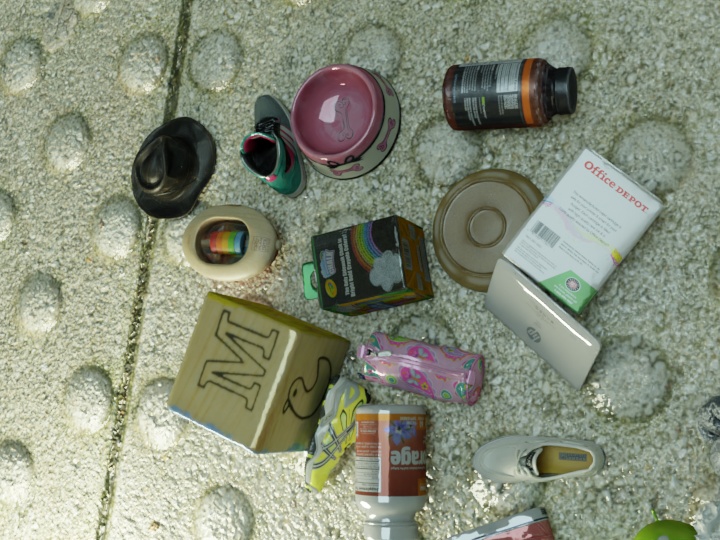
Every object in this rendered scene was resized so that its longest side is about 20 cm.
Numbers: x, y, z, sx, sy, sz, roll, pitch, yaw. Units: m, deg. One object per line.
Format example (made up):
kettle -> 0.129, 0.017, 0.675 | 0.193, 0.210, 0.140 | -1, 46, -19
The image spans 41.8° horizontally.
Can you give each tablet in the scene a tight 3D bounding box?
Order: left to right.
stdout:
tablet -> 0.266, 0.081, 1.401 | 0.014, 0.131, 0.200 | -33, 62, -26

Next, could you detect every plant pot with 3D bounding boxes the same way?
plant pot -> 0.203, -0.067, 1.499 | 0.198, 0.027, 0.203 | -5, 78, 24

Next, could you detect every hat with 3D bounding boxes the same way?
hat -> -0.370, -0.200, 1.757 | 0.198, 0.081, 0.203 | -5, 78, 25

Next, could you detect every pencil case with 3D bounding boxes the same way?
pencil case -> 0.095, 0.152, 1.480 | 0.198, 0.087, 0.088 | 12, 86, 25

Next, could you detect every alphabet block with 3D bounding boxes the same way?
alphabet block -> -0.164, 0.167, 1.539 | 0.195, 0.195, 0.202 | 20, 91, 24

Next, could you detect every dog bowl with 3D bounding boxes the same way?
dog bowl -> -0.033, -0.262, 1.617 | 0.198, 0.074, 0.203 | -4, 79, 23

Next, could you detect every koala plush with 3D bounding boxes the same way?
koala plush -> 0.517, 0.273, 1.225 | 0.175, 0.184, 0.203 | 2, 92, -16

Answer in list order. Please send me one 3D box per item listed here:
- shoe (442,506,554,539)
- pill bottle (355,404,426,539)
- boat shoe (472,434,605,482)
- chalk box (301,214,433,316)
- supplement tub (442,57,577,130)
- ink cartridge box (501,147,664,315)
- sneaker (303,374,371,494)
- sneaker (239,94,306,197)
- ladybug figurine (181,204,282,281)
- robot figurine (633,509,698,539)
shoe -> 0.195, 0.425, 1.392 | 0.198, 0.071, 0.092 | -24, 66, 15
pill bottle -> 0.047, 0.311, 1.459 | 0.111, 0.112, 0.203 | -4, 80, 24
boat shoe -> 0.256, 0.280, 1.390 | 0.198, 0.070, 0.072 | -3, 80, 24
chalk box -> 0.000, 0.000, 1.529 | 0.198, 0.124, 0.126 | -13, 77, 23
supplement tub -> 0.235, -0.275, 1.477 | 0.198, 0.107, 0.108 | 2, 82, 24
ink cartridge box -> 0.328, -0.057, 1.394 | 0.144, 0.084, 0.201 | 39, 97, 13
sneaker -> -0.041, 0.274, 1.528 | 0.076, 0.075, 0.202 | 17, 100, 0
sneaker -> -0.167, -0.231, 1.646 | 0.083, 0.121, 0.202 | -25, 71, 19
ladybug figurine -> -0.221, -0.046, 1.666 | 0.198, 0.072, 0.137 | 7, 83, 26
robot figurine -> 0.415, 0.430, 1.265 | 0.173, 0.116, 0.202 | 10, 83, 9
